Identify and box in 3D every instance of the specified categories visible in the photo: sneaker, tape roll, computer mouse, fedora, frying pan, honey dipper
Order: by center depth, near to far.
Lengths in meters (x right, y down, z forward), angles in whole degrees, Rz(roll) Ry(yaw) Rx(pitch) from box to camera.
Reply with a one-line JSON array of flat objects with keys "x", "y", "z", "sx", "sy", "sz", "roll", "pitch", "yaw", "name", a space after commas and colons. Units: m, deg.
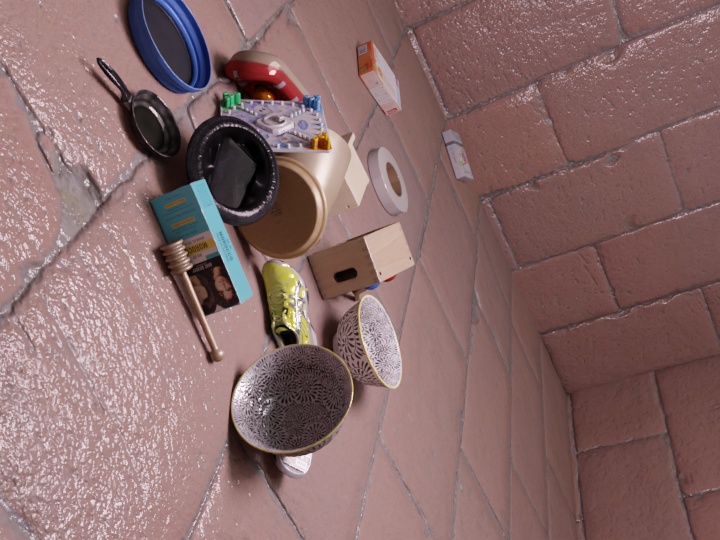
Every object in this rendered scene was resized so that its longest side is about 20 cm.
[{"x": -0.255, "y": 0.050, "z": 1.313, "sx": 0.038, "sy": 0.038, "sz": 0.201, "roll": -48, "pitch": 120, "yaw": -67, "name": "honey dipper"}, {"x": -0.348, "y": -0.242, "z": 1.332, "sx": 0.190, "sy": 0.031, "sz": 0.116, "roll": 24, "pitch": 50, "yaw": -59, "name": "frying pan"}, {"x": -0.232, "y": -0.159, "z": 1.439, "sx": 0.200, "sy": 0.091, "sz": 0.202, "roll": 19, "pitch": 61, "yaw": -38, "name": "fedora"}, {"x": -0.116, "y": 0.269, "z": 1.455, "sx": 0.109, "sy": 0.044, "sz": 0.201, "roll": 33, "pitch": 41, "yaw": -22, "name": "computer mouse"}, {"x": -0.133, "y": 0.075, "z": 1.552, "sx": 0.201, "sy": 0.075, "sz": 0.076, "roll": 70, "pitch": 20, "yaw": 1, "name": "sneaker"}, {"x": 0.081, "y": -0.257, "z": 2.460, "sx": 0.203, "sy": 0.037, "sz": 0.204, "roll": 53, "pitch": 26, "yaw": -40, "name": "tape roll"}]

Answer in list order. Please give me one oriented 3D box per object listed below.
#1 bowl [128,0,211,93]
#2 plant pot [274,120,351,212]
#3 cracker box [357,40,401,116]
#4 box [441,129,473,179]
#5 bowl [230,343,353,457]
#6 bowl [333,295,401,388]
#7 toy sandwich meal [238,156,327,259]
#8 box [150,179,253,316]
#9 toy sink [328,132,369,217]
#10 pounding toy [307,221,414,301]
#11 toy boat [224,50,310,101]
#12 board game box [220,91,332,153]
[{"x": -0.336, "y": -0.406, "z": 1.499, "sx": 0.201, "sy": 0.039, "sz": 0.202, "roll": 53, "pitch": 27, "yaw": -41, "name": "bowl"}, {"x": -0.123, "y": -0.155, "z": 1.669, "sx": 0.187, "sy": 0.186, "sz": 0.201, "roll": 44, "pitch": 47, "yaw": -51, "name": "plant pot"}, {"x": 0.060, "y": -0.604, "z": 2.680, "sx": 0.200, "sy": 0.057, "sz": 0.135, "roll": 47, "pitch": 32, "yaw": -47, "name": "cracker box"}, {"x": 0.395, "y": -0.465, "z": 3.459, "sx": 0.156, "sy": 0.041, "sz": 0.202, "roll": -2, "pitch": 76, "yaw": -69, "name": "box"}, {"x": -0.100, "y": 0.227, "z": 1.368, "sx": 0.095, "sy": 0.199, "sz": 0.202, "roll": 73, "pitch": 12, "yaw": -47, "name": "bowl"}, {"x": 0.003, "y": 0.161, "z": 1.779, "sx": 0.201, "sy": 0.094, "sz": 0.202, "roll": 51, "pitch": 28, "yaw": -42, "name": "bowl"}, {"x": -0.145, "y": -0.118, "z": 1.541, "sx": 0.207, "sy": 0.204, "sz": 0.070, "roll": 69, "pitch": 23, "yaw": -6, "name": "toy sandwich meal"}, {"x": -0.249, "y": -0.034, "z": 1.335, "sx": 0.201, "sy": 0.082, "sz": 0.049, "roll": 68, "pitch": 22, "yaw": -8, "name": "box"}, {"x": -0.063, "y": -0.205, "z": 1.903, "sx": 0.113, "sy": 0.130, "sz": 0.200, "roll": 62, "pitch": 21, "yaw": -24, "name": "toy sink"}, {"x": 0.000, "y": 0.000, "z": 1.849, "sx": 0.184, "sy": 0.199, "sz": 0.143, "roll": -25, "pitch": 96, "yaw": -55, "name": "pounding toy"}, {"x": -0.199, "y": -0.353, "z": 1.731, "sx": 0.200, "sy": 0.130, "sz": 0.132, "roll": 43, "pitch": 63, "yaw": -52, "name": "toy boat"}, {"x": -0.160, "y": -0.280, "z": 1.588, "sx": 0.201, "sy": 0.198, "sz": 0.026, "roll": -103, "pitch": -163, "yaw": -52, "name": "board game box"}]
